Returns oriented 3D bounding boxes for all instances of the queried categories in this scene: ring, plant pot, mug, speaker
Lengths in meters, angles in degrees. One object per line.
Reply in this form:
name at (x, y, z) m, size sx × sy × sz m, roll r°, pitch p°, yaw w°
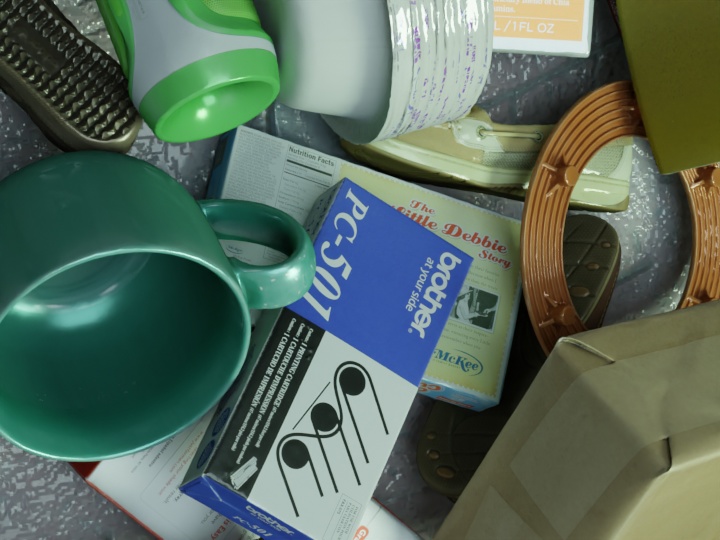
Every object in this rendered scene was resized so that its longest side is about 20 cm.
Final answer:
ring at (0.170, -0.017, 1.436) m, size 0.200 × 0.019 × 0.201 m, roll -4°, pitch 96°, yaw -44°
plant pot at (0.260, -0.193, 1.379) m, size 0.200 × 0.200 × 0.177 m, roll -36°, pitch 103°, yaw -33°
mug at (-0.135, 0.013, 1.282) m, size 0.184 × 0.115 × 0.152 m, roll 9°, pitch 124°, yaw -33°
speaker at (-0.113, -0.174, 1.278) m, size 0.088 × 0.088 × 0.201 m, roll -17°, pitch 74°, yaw -18°

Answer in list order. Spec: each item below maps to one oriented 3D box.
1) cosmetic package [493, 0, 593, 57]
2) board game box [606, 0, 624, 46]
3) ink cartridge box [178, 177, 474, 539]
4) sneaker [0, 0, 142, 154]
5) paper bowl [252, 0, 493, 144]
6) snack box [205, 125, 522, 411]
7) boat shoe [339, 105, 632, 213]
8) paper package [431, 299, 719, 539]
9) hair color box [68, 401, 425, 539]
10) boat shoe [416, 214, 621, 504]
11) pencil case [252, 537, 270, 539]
cosmetic package at (0.089, -0.230, 1.389) m, size 0.101 × 0.071 × 0.201 m, roll 1°, pitch 98°, yaw -10°
board game box at (0.202, -0.188, 1.477) m, size 0.103 × 0.019 × 0.201 m, roll -29°, pitch 108°, yaw -16°
ink cartridge box at (-0.017, 0.056, 1.319) m, size 0.094 × 0.044 × 0.201 m, roll 31°, pitch 64°, yaw -14°
sneaker at (-0.202, -0.136, 1.306) m, size 0.070 × 0.076 × 0.200 m, roll -37°, pitch 87°, yaw -20°
paper bowl at (-0.014, -0.168, 1.297) m, size 0.104 × 0.201 × 0.202 m, roll -18°, pitch 105°, yaw -19°
snack box at (0.000, 0.000, 1.392) m, size 0.199 × 0.037 × 0.117 m, roll 18°, pitch 72°, yaw -18°
boat shoe at (0.080, -0.079, 1.421) m, size 0.200 × 0.073 × 0.063 m, roll 10°, pitch 88°, yaw -25°
paper package at (0.162, 0.126, 1.392) m, size 0.190 × 0.104 × 0.200 m, roll -12°, pitch 142°, yaw -42°
hair color box at (-0.068, 0.138, 1.401) m, size 0.200 × 0.061 × 0.102 m, roll 42°, pitch 84°, yaw -21°
boat shoe at (0.104, 0.059, 1.460) m, size 0.201 × 0.072 × 0.068 m, roll -61°, pitch 146°, yaw -11°
pencil case at (-0.120, 0.206, 1.339) m, size 0.199 × 0.083 × 0.087 m, roll -16°, pitch 122°, yaw 13°
